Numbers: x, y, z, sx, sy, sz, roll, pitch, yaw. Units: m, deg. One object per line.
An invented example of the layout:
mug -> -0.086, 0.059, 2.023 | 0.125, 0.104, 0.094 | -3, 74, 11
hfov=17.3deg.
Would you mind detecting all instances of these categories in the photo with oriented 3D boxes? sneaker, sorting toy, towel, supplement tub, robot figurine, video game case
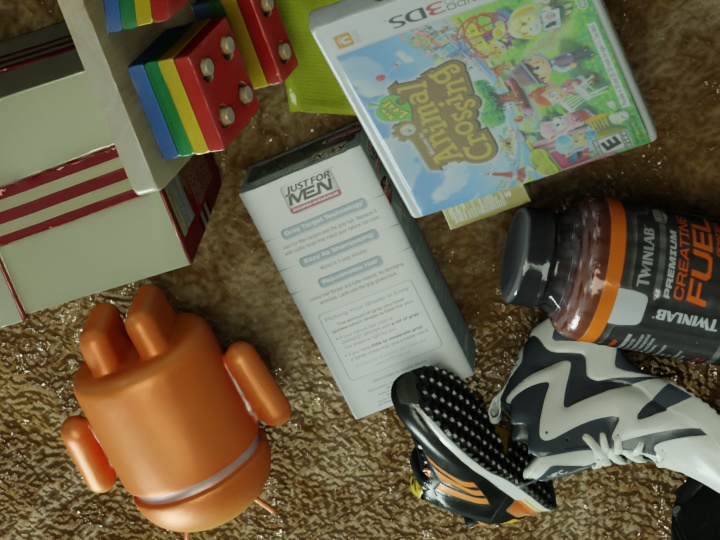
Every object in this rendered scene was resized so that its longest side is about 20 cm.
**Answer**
sneaker -> 0.179, 0.129, 1.723 | 0.199, 0.079, 0.130 | 40, 78, 13
sorting toy -> -0.119, -0.185, 1.595 | 0.070, 0.200, 0.199 | -10, 113, 25
sneaker -> 0.065, 0.143, 1.769 | 0.090, 0.070, 0.200 | -27, 140, 23
towel -> -0.044, -0.201, 1.661 | 0.086, 0.018, 0.200 | 9, 123, 46
supplement tub -> 0.204, 0.006, 1.695 | 0.200, 0.107, 0.107 | 10, 115, -10
robot figurine -> -0.142, 0.113, 1.782 | 0.144, 0.117, 0.200 | -35, 111, -24
video game case -> 0.085, -0.128, 1.587 | 0.182, 0.022, 0.200 | -18, 137, 12

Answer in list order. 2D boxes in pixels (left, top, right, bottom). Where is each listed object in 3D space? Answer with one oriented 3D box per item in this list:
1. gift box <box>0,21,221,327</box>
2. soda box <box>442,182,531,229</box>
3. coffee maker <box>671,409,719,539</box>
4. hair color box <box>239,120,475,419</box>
gift box -> -0.223, -0.077, 1.664 | 0.187, 0.200, 0.185 | -17, 106, 13
soda box -> 0.057, -0.135, 1.680 | 0.064, 0.068, 0.200 | -19, 111, 12
coffee maker -> 0.338, 0.220, 1.773 | 0.135, 0.192, 0.200 | -25, 131, 34
hair color box -> 0.000, 0.000, 1.749 | 0.099, 0.061, 0.200 | -22, 111, 13
